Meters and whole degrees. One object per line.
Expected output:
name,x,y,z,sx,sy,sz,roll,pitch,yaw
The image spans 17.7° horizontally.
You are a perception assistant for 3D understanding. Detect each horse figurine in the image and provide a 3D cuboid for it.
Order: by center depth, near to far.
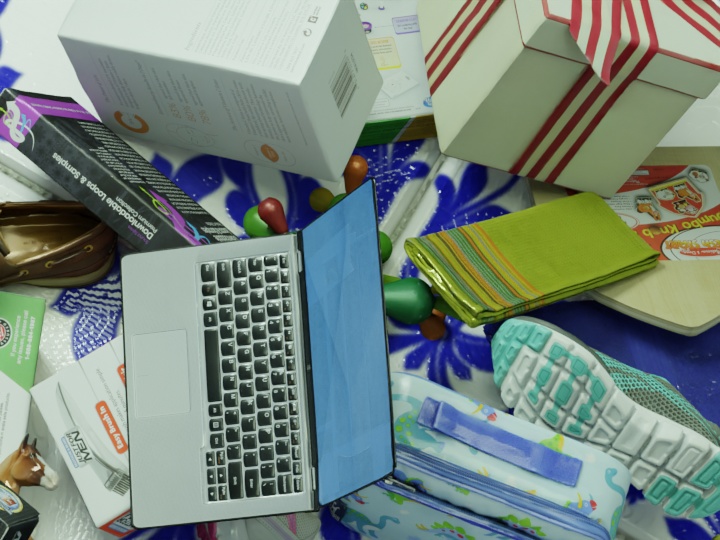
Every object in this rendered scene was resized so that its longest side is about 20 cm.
horse figurine,-0.242,0.224,1.515,0.050,0.201,0.133,10,27,-48

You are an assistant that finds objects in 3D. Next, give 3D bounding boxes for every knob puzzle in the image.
knob puzzle,0.226,-0.018,1.776,0.218,0.031,0.220,5,43,-5

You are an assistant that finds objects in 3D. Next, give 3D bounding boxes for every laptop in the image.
laptop,-0.070,0.056,1.479,0.199,0.116,0.188,-7,75,10

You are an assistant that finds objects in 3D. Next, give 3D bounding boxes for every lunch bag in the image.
lunch bag,0.079,0.151,1.612,0.199,0.161,0.083,22,63,-3

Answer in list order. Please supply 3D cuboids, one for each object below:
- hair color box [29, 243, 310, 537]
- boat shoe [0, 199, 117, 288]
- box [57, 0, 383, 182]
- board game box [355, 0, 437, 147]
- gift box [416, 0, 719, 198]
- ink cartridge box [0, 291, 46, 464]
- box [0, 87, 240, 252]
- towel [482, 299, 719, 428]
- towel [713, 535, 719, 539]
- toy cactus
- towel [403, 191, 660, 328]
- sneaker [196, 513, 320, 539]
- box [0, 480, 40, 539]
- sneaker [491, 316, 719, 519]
hair color box,-0.110,0.082,1.574,0.199,0.064,0.111,-30,73,2
boat shoe,-0.272,-0.020,1.668,0.199,0.068,0.072,-8,67,-16
box,-0.101,-0.155,1.697,0.199,0.125,0.098,13,62,21
board game box,-0.021,-0.193,1.821,0.152,0.040,0.201,-7,67,-16
gift box,0.168,-0.172,1.734,0.184,0.187,0.201,9,49,-28
ink cartridge box,-0.327,0.084,1.597,0.199,0.084,0.146,9,64,-9
box,-0.167,-0.056,1.672,0.200,0.143,0.036,38,98,8
towel,0.201,0.088,1.735,0.199,0.050,0.148,-6,57,-14
towel,0.241,0.290,1.657,0.086,0.018,0.200,37,62,1
toy cactus,0.000,0.000,1.679,0.199,0.103,0.165,31,27,6
towel,0.127,-0.013,1.688,0.199,0.018,0.086,-16,55,-40
sneaker,-0.073,0.118,1.646,0.088,0.081,0.201,-1,74,-14
box,-0.319,0.190,1.492,0.160,0.044,0.201,36,105,16
sneaker,0.179,0.097,1.647,0.200,0.078,0.091,37,23,-2
